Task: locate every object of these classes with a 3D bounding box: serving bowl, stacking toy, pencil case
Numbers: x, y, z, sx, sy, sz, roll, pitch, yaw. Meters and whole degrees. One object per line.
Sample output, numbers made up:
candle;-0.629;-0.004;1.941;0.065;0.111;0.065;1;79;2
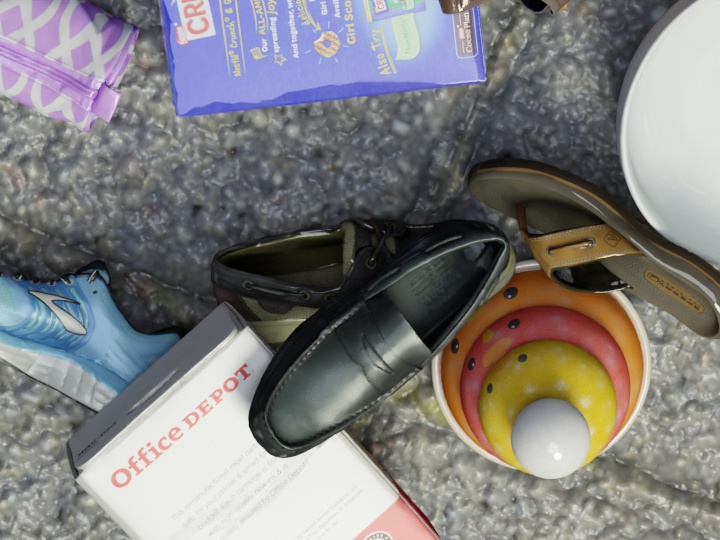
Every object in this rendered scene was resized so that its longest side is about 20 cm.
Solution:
serving bowl;0.253;-0.105;1.654;0.200;0.066;0.200;-5;114;-11
stacking toy;0.120;0.081;1.640;0.146;0.200;0.146;0;103;0
pencil case;-0.240;-0.159;1.646;0.200;0.086;0.084;22;104;-6

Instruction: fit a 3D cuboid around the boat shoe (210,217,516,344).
boat shoe;0.000;0.000;1.680;0.200;0.073;0.065;-13;135;3

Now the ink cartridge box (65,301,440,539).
ink cartridge box;-0.070;0.142;1.665;0.147;0.083;0.200;-41;107;0

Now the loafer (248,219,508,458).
loafer;0.012;0.039;1.600;0.201;0.070;0.068;-42;102;-18

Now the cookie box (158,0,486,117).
cookie box;-0.029;-0.196;1.640;0.200;0.075;0.171;-6;103;1

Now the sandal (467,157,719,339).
sandal;0.150;-0.008;1.659;0.200;0.082;0.055;35;70;7

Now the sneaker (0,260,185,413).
sneaker;-0.205;0.026;1.706;0.200;0.078;0.090;29;86;-12

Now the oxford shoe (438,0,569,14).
oxford shoe;0.123;-0.199;1.611;0.200;0.071;0.073;-10;106;-31
